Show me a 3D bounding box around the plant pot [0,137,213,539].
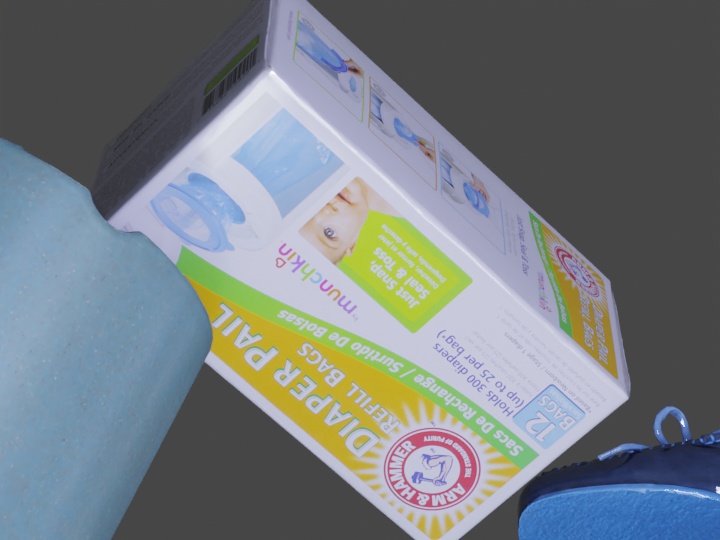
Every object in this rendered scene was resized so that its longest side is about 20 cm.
[{"bbox_3d":[-0.164,0.064,0.877,0.200,0.200,0.196,40,67,-18],"label":"plant pot"}]

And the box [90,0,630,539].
[{"bbox_3d":[0.000,0.000,0.979,0.200,0.101,0.112,41,110,-18],"label":"box"}]

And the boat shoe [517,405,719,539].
[{"bbox_3d":[0.167,0.103,1.051,0.200,0.069,0.084,2,126,1],"label":"boat shoe"}]
